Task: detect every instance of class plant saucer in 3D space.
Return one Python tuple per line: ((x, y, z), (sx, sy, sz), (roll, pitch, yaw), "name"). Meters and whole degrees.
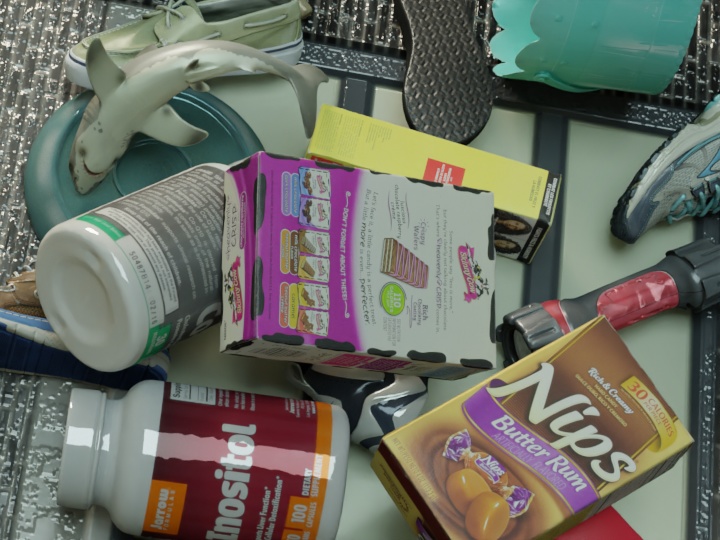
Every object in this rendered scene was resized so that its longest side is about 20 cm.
((-0.164, -0.071, 1.643), (0.200, 0.027, 0.201), (4, 64, -9), "plant saucer")

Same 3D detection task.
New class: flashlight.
((0.206, 0.032, 1.642), (0.200, 0.068, 0.068), (-21, 69, -19), "flashlight")

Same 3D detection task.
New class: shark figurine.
((-0.134, -0.152, 1.602), (0.214, 0.128, 0.090), (-17, 31, -3), "shark figurine")

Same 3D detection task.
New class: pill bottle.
((-0.114, 0.140, 1.500), (0.199, 0.113, 0.113), (8, 63, -7), "pill bottle")
((-0.128, -0.012, 1.526), (0.200, 0.113, 0.113), (-27, 71, -41), "pill bottle")

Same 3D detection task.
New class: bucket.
((0.195, -0.241, 1.704), (0.134, 0.207, 0.208), (12, 62, -8), "bucket")

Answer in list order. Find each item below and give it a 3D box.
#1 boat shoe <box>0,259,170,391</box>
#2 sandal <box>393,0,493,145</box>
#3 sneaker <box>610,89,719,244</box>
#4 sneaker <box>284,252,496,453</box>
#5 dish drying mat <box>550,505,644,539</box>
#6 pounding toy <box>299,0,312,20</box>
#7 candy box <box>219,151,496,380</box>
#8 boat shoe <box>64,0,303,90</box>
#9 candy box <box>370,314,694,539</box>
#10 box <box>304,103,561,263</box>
((-0.238, 0.035, 1.558), (0.199, 0.072, 0.073), (16, 57, -14), "boat shoe")
((0.066, -0.168, 1.730), (0.075, 0.048, 0.201), (3, 51, -8), "sandal")
((0.286, -0.080, 1.709), (0.086, 0.078, 0.200), (44, 64, 8), "sneaker")
((0.013, 0.029, 1.597), (0.129, 0.079, 0.199), (32, 72, -4), "sneaker")
((0.163, 0.200, 1.493), (0.077, 0.018, 0.200), (-36, 75, -25), "dish drying mat")
((-0.135, -0.325, 1.729), (0.199, 0.142, 0.184), (2, 49, -13), "pounding toy")
((0.000, 0.000, 1.499), (0.200, 0.061, 0.137), (9, 74, -29), "candy box")
((-0.141, -0.188, 1.674), (0.199, 0.062, 0.072), (-12, 34, -23), "boat shoe")
((0.122, 0.129, 1.480), (0.200, 0.056, 0.117), (-28, 72, -24), "candy box")
((0.053, -0.068, 1.658), (0.199, 0.075, 0.050), (18, 62, -3), "box")
